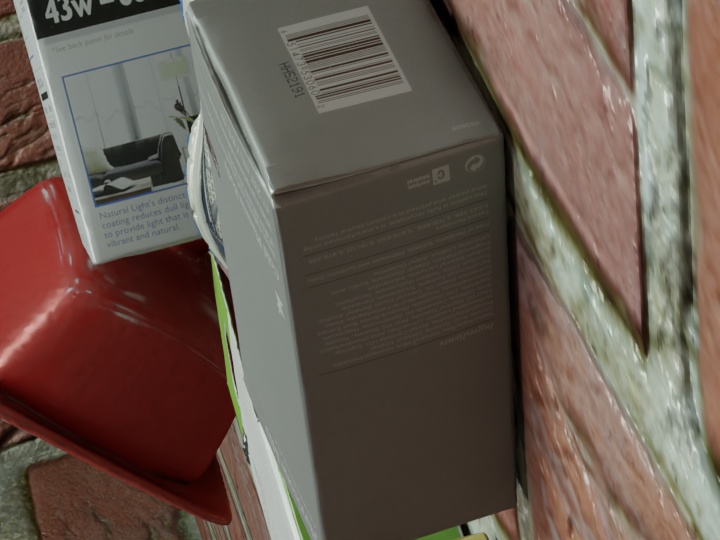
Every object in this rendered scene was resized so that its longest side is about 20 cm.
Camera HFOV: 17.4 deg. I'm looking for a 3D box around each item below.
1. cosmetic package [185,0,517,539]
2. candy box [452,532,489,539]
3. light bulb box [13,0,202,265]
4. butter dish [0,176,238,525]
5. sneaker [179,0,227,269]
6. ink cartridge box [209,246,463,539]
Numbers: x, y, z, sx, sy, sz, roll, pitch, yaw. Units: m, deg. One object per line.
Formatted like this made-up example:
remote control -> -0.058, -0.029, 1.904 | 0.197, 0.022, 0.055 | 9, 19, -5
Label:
cosmetic package -> 0.000, 0.000, 0.831 | 0.201, 0.090, 0.107 | 87, 162, -45
candy box -> 0.061, 0.211, 0.915 | 0.200, 0.056, 0.117 | -118, 15, -53
light bulb box -> -0.107, -0.118, 1.196 | 0.198, 0.124, 0.201 | -158, 54, -81
butter dish -> -0.134, 0.018, 1.357 | 0.199, 0.148, 0.200 | 30, -162, -30
sneaker -> -0.036, -0.056, 1.017 | 0.085, 0.077, 0.201 | -126, 21, -57
ink cartridge box -> -0.011, 0.094, 1.122 | 0.148, 0.075, 0.201 | 87, 166, -59
